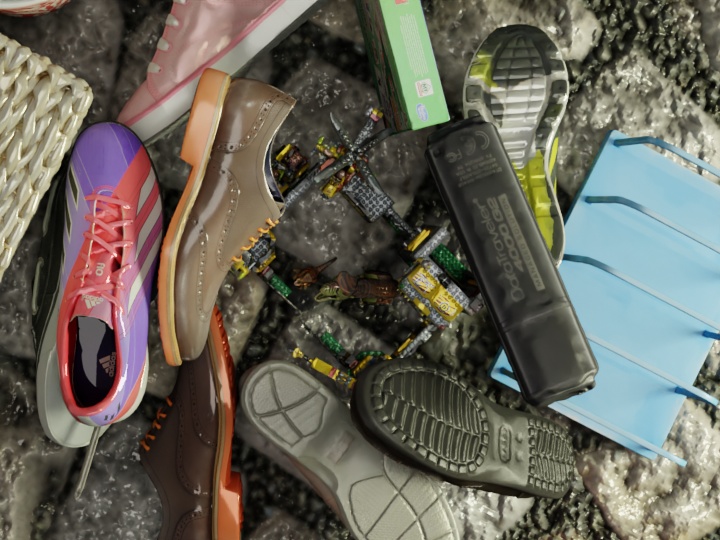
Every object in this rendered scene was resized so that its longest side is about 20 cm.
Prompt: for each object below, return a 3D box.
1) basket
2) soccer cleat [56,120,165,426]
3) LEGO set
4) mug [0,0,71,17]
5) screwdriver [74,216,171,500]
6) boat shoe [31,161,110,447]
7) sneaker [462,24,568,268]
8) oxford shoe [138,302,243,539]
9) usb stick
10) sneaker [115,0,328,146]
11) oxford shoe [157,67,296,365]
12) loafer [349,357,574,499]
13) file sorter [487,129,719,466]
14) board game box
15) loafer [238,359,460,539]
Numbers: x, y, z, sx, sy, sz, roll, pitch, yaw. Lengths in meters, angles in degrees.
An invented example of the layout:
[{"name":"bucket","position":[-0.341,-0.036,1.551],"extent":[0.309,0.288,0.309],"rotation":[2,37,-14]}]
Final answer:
[{"name":"basket","position":[-0.281,-0.075,1.261],"extent":[0.160,0.200,0.199],"rotation":[27,89,-9]},{"name":"soccer cleat","position":[-0.167,0.002,1.265],"extent":[0.068,0.073,0.201],"rotation":[3,91,4]},{"name":"LEGO set","position":[0.000,0.000,1.335],"extent":[0.153,0.116,0.200],"rotation":[-37,95,-4]},{"name":"mug","position":[-0.242,-0.241,1.258],"extent":[0.177,0.200,0.134],"rotation":[34,89,-6]},{"name":"screwdriver","position":[-0.166,0.057,1.317],"extent":[0.028,0.029,0.201],"rotation":[21,87,-38]},{"name":"boat shoe","position":[-0.193,0.021,1.343],"extent":[0.070,0.063,0.201],"rotation":[12,85,-39]},{"name":"sneaker","position":[0.105,-0.075,1.370],"extent":[0.074,0.085,0.201],"rotation":[3,73,0]},{"name":"oxford shoe","position":[-0.121,0.110,1.351],"extent":[0.072,0.071,0.201],"rotation":[-2,92,-1]},{"name":"usb stick","position":[0.100,-0.006,1.291],"extent":[0.055,0.033,0.201],"rotation":[-21,77,-4]},{"name":"sneaker","position":[-0.114,-0.176,1.340],"extent":[0.200,0.075,0.105],"rotation":[-42,94,-7]},{"name":"oxford shoe","position":[-0.090,-0.029,1.286],"extent":[0.072,0.071,0.201],"rotation":[12,103,-1]},{"name":"loafer","position":[0.061,0.119,1.336],"extent":[0.199,0.071,0.073],"rotation":[27,60,-36]},{"name":"file sorter","position":[0.204,0.020,1.358],"extent":[0.138,0.123,0.201],"rotation":[27,89,-7]},{"name":"board game box","position":[0.015,-0.194,1.322],"extent":[0.029,0.135,0.201],"rotation":[-14,94,-6]},{"name":"loafer","position":[-0.008,0.137,1.372],"extent":[0.200,0.063,0.072],"rotation":[46,81,-9]}]
